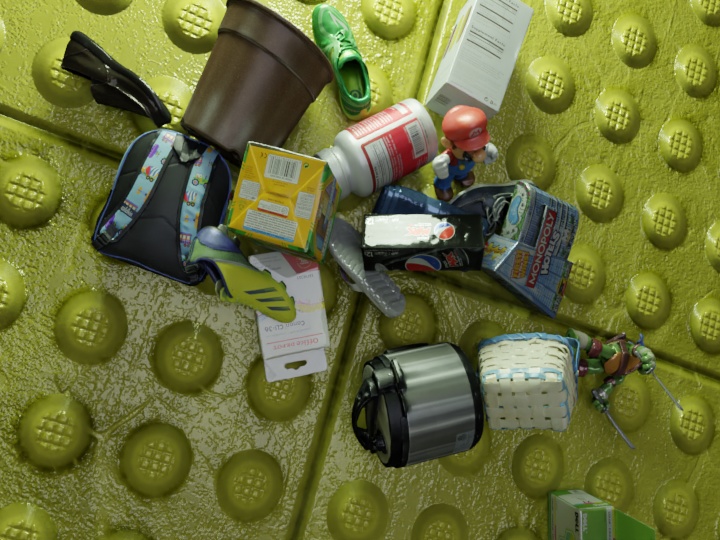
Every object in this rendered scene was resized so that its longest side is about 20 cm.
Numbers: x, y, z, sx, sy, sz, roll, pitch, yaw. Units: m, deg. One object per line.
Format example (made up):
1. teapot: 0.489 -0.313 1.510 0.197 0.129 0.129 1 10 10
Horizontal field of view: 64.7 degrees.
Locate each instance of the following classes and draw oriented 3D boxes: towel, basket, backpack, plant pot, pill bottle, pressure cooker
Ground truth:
1. towel: 0.114 -0.075 0.977 0.194 0.114 0.049 19 38 -8
2. basket: 0.266 0.166 0.925 0.170 0.201 0.144 -5 114 23
3. backpack: -0.288 -0.097 0.866 0.177 0.134 0.207 19 83 -10
4. plant pot: -0.170 -0.271 0.888 0.196 0.200 0.203 30 89 -9
5. pill bottle: 0.025 -0.197 0.958 0.195 0.112 0.115 -28 92 -13
6. pressure cooker: 0.079 0.215 0.908 0.193 0.178 0.183 -9 91 -14

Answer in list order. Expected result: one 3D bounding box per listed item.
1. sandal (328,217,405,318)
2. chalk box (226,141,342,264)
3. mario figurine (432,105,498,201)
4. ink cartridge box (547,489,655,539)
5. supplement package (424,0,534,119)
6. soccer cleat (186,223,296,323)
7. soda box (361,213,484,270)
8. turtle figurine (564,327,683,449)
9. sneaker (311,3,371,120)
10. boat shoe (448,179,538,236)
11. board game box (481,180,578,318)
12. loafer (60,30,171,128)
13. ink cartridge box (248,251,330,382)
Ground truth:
1. sandal: -0.004 0.002 0.965 0.205 0.050 0.082 53 40 7
2. chalk box: -0.103 -0.089 0.850 0.120 0.200 0.129 14 85 7
3. mario figurine: 0.174 -0.179 0.939 0.102 0.201 0.127 17 70 8
4. ink cartridge box: 0.398 0.473 0.951 0.073 0.200 0.154 1 85 -12
5. supplement package: 0.210 -0.377 1.013 0.107 0.114 0.206 23 80 -11
6. soccer cleat: -0.172 0.023 0.825 0.201 0.063 0.085 48 52 -31
7. soda box: 0.100 -0.045 0.919 0.192 0.064 0.073 0 56 7
8. turtle figurine: 0.449 0.191 1.009 0.187 0.144 0.207 13 72 -4
9. sneaker: -0.023 -0.366 0.973 0.072 0.083 0.206 -23 91 -13
10. boat shoe: 0.243 -0.110 1.019 0.193 0.063 0.077 -10 131 -18
11. board game box: 0.288 -0.037 0.975 0.195 0.061 0.207 13 97 -37
12. loafer: -0.385 -0.285 0.896 0.198 0.073 0.072 38 85 1
13. ink cartridge box: -0.114 0.073 0.929 0.112 0.067 0.208 -9 88 -13
